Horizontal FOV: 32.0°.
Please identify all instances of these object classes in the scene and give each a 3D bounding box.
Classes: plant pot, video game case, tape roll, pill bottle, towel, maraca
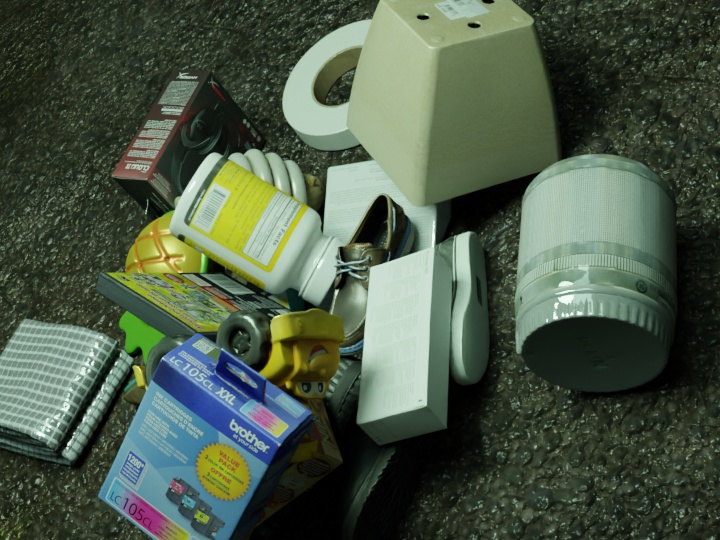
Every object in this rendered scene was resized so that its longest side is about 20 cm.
[{"bbox_3d":[0.106,-0.221,1.444,0.197,0.179,0.200,-17,41,-18],"label":"plant pot"},{"bbox_3d":[-0.172,0.044,1.422,0.199,0.179,0.026,26,108,43],"label":"video game case"},{"bbox_3d":[-0.013,-0.253,1.700,0.200,0.037,0.205,-18,49,21],"label":"tape roll"},{"bbox_3d":[-0.114,-0.042,1.467,0.198,0.111,0.112,31,71,-1],"label":"pill bottle"},{"bbox_3d":[-0.411,0.151,1.625,0.198,0.086,0.167,6,60,37],"label":"towel"},{"bbox_3d":[-0.252,0.021,1.609,0.136,0.106,0.203,26,98,43],"label":"maraca"}]

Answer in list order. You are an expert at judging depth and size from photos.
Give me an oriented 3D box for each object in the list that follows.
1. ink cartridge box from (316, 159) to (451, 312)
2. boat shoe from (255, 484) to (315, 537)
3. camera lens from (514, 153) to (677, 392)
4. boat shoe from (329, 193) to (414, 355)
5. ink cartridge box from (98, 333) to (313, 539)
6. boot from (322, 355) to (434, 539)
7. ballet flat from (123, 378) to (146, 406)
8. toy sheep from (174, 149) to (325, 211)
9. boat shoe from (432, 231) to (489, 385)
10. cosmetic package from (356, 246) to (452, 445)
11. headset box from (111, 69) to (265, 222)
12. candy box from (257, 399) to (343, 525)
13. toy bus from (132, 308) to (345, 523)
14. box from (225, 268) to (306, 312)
[{"bbox_3d":[0.028,-0.037,1.517,0.161,0.057,0.203,-6,75,30],"label":"ink cartridge box"},{"bbox_3d":[-0.131,0.210,1.403,0.091,0.071,0.200,-51,42,-2],"label":"boat shoe"},{"bbox_3d":[0.236,-0.002,1.254,0.158,0.160,0.202,-11,52,27],"label":"camera lens"},{"bbox_3d":[0.000,0.000,1.408,0.071,0.073,0.202,-2,50,27],"label":"boat shoe"},{"bbox_3d":[-0.135,0.155,1.130,0.136,0.076,0.202,33,114,11],"label":"ink cartridge box"},{"bbox_3d":[-0.013,0.189,1.334,0.156,0.080,0.213,8,57,34],"label":"boot"},{"bbox_3d":[-0.214,0.127,1.516,0.200,0.068,0.073,-41,76,29],"label":"ballet flat"},{"bbox_3d":[-0.138,-0.090,1.586,0.197,0.139,0.139,-9,42,-18],"label":"toy sheep"},{"bbox_3d":[0.102,0.046,1.378,0.063,0.071,0.202,-16,42,22],"label":"boat shoe"},{"bbox_3d":[0.049,0.076,1.297,0.082,0.051,0.202,-19,45,28],"label":"cosmetic package"},{"bbox_3d":[-0.232,-0.144,1.685,0.076,0.149,0.202,7,60,37],"label":"headset box"},{"bbox_3d":[-0.121,0.202,1.320,0.199,0.055,0.116,-38,50,18],"label":"candy box"},{"bbox_3d":[-0.104,0.145,1.217,0.198,0.135,0.195,-21,74,28],"label":"toy bus"},{"bbox_3d":[-0.109,0.063,1.515,0.081,0.049,0.202,-27,47,14],"label":"box"}]
